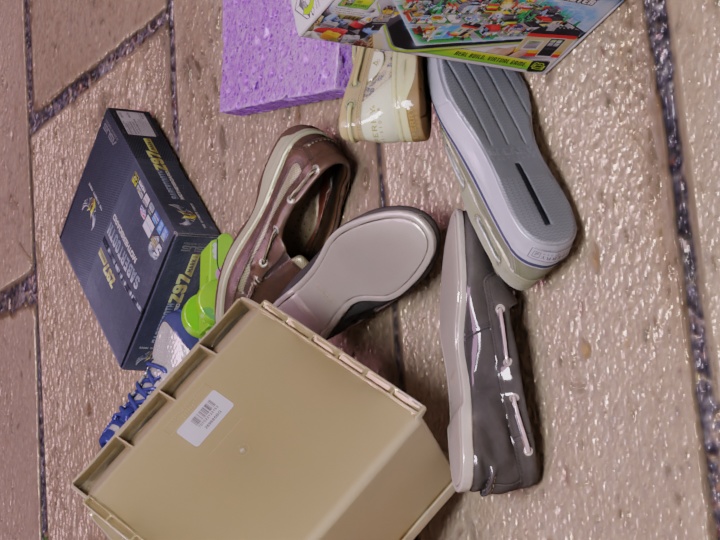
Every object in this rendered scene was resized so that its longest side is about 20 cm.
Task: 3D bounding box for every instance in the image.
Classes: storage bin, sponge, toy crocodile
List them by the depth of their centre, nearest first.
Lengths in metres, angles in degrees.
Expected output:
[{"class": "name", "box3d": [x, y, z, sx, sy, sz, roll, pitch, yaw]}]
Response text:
[{"class": "storage bin", "box3d": [-0.068, 0.148, 1.437, 0.198, 0.094, 0.200, 32, 73, 36]}, {"class": "sponge", "box3d": [-0.058, -0.192, 1.680, 0.200, 0.030, 0.112, -3, 84, 58]}, {"class": "toy crocodile", "box3d": [-0.114, 0.068, 1.712, 0.068, 0.061, 0.201, 133, 138, -63]}]

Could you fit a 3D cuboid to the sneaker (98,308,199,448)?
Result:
[{"class": "sneaker", "box3d": [-0.181, 0.132, 1.780, 0.075, 0.088, 0.201, 3, 88, 60]}]

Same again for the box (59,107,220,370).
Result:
[{"class": "box", "box3d": [-0.207, -0.030, 1.877, 0.200, 0.051, 0.158, 59, 134, 43]}]

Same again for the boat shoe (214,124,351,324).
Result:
[{"class": "boat shoe", "box3d": [-0.059, -0.011, 1.619, 0.075, 0.074, 0.203, 35, 115, 48]}]

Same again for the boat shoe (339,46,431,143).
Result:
[{"class": "boat shoe", "box3d": [0.016, -0.159, 1.464, 0.200, 0.062, 0.074, -88, -13, -56]}]

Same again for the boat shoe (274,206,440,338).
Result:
[{"class": "boat shoe", "box3d": [0.000, 0.000, 1.524, 0.067, 0.057, 0.200, 52, 134, 0]}]

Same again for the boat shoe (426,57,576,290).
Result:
[{"class": "boat shoe", "box3d": [0.085, -0.078, 1.399, 0.062, 0.072, 0.201, -56, 43, 46]}]

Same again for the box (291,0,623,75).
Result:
[{"class": "box", "box3d": [0.067, -0.181, 1.317, 0.110, 0.199, 0.035, -42, 52, 48]}]

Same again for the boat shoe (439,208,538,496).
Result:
[{"class": "boat shoe", "box3d": [0.089, 0.056, 1.401, 0.067, 0.057, 0.201, 122, 148, -70]}]
